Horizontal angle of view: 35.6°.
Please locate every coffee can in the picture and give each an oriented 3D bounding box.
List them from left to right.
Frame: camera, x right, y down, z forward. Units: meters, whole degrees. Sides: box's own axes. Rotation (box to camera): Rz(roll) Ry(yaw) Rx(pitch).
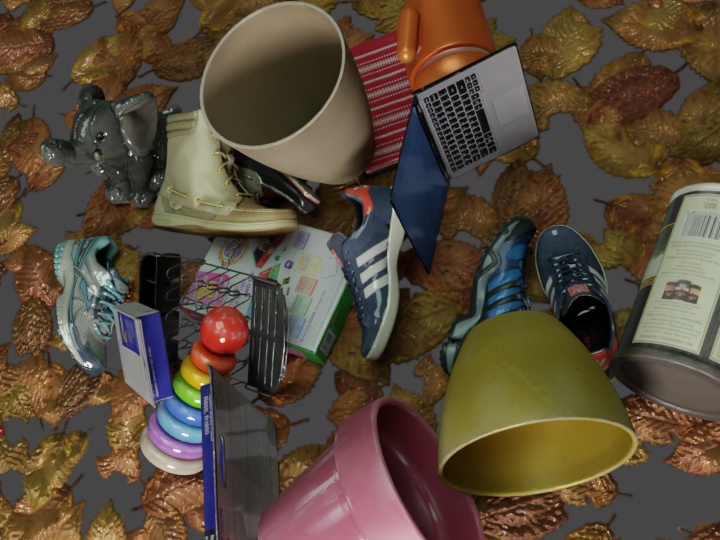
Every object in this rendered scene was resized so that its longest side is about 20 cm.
[{"bbox_3d":[0.358,0.034,1.152,0.145,0.147,0.201,16,70,25],"label":"coffee can"}]

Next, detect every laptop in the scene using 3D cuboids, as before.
[{"bbox_3d":[0.124,-0.123,1.283,0.199,0.187,0.117,-26,60,4],"label":"laptop"}]

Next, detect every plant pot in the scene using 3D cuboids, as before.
[{"bbox_3d":[-0.061,-0.186,1.348,0.186,0.200,0.189,-10,65,22],"label":"plant pot"},{"bbox_3d":[0.002,0.258,1.143,0.178,0.200,0.201,-32,58,18],"label":"plant pot"},{"bbox_3d":[0.168,0.126,1.139,0.198,0.200,0.143,-13,59,11],"label":"plant pot"}]

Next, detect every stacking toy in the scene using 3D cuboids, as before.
[{"bbox_3d":[-0.179,0.129,1.262,0.085,0.085,0.201,40,117,30],"label":"stacking toy"}]

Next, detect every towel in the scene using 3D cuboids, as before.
[{"bbox_3d":[0.049,-0.227,1.457,0.143,0.023,0.201,-19,62,6],"label":"towel"}]

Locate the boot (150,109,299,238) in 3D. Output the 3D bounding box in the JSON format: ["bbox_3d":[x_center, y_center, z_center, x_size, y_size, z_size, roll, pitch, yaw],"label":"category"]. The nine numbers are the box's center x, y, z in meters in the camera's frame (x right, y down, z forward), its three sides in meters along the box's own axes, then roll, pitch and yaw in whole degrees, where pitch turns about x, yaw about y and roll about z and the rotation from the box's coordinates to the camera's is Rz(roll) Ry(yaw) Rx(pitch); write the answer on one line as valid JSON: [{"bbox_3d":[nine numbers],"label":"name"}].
[{"bbox_3d":[-0.161,-0.120,1.374,0.198,0.073,0.157,4,85,27],"label":"boot"}]

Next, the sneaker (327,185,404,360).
[{"bbox_3d":[0.000,0.000,1.292,0.084,0.075,0.202,8,79,-11],"label":"sneaker"}]

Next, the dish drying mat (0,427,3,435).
[{"bbox_3d":[-0.553,0.211,1.439,0.198,0.018,0.077,12,70,23],"label":"dish drying mat"}]

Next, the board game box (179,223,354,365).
[{"bbox_3d":[-0.103,0.013,1.375,0.199,0.040,0.154,17,71,25],"label":"board game box"}]

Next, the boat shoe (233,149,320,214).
[{"bbox_3d":[-0.135,-0.118,1.435,0.199,0.071,0.063,34,87,28],"label":"boat shoe"}]

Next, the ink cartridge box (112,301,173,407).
[{"bbox_3d":[-0.241,0.090,1.252,0.037,0.200,0.096,-10,96,-18],"label":"ink cartridge box"}]

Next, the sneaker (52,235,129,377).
[{"bbox_3d":[-0.337,0.036,1.422,0.086,0.078,0.201,-19,60,5],"label":"sneaker"}]

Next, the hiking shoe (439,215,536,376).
[{"bbox_3d":[0.165,0.038,1.265,0.086,0.074,0.201,22,83,18],"label":"hiking shoe"}]

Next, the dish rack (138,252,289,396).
[{"bbox_3d":[-0.172,0.065,1.317,0.199,0.054,0.155,14,110,31],"label":"dish rack"}]

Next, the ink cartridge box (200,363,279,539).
[{"bbox_3d":[-0.134,0.225,1.188,0.040,0.200,0.201,-12,60,11],"label":"ink cartridge box"}]

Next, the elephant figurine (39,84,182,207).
[{"bbox_3d":[-0.317,-0.180,1.449,0.140,0.200,0.156,-23,59,6],"label":"elephant figurine"}]

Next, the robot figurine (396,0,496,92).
[{"bbox_3d":[0.108,-0.266,1.383,0.116,0.144,0.202,-17,61,8],"label":"robot figurine"}]

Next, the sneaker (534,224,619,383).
[{"bbox_3d":[0.239,0.025,1.231,0.074,0.085,0.201,-20,60,8],"label":"sneaker"}]
